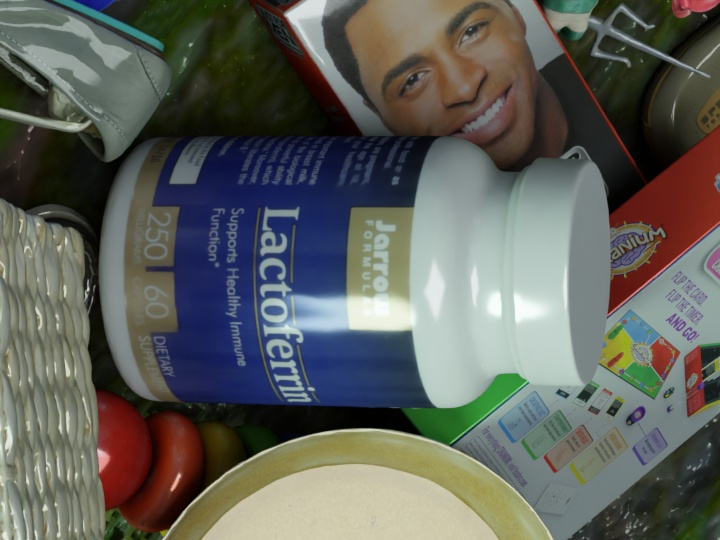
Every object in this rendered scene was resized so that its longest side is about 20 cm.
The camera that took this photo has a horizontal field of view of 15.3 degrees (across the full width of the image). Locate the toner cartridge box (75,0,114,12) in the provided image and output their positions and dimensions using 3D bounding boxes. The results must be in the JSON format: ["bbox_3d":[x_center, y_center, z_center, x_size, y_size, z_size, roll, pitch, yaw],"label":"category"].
[{"bbox_3d":[-0.083,-0.182,1.069,0.200,0.043,0.095,-30,120,35],"label":"toner cartridge box"}]

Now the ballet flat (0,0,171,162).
[{"bbox_3d":[-0.171,-0.107,1.078,0.200,0.067,0.064,29,86,-16],"label":"ballet flat"}]

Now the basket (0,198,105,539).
[{"bbox_3d":[-0.193,0.071,1.034,0.161,0.198,0.200,-6,86,4],"label":"basket"}]

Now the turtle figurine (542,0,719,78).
[{"bbox_3d":[0.118,-0.186,1.179,0.200,0.101,0.150,39,75,-14],"label":"turtle figurine"}]

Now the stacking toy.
[{"bbox_3d":[-0.057,0.101,1.187,0.200,0.085,0.085,18,98,-32],"label":"stacking toy"}]

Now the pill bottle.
[{"bbox_3d":[0.000,0.000,1.130,0.200,0.116,0.116,0,108,16],"label":"pill bottle"}]

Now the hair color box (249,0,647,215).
[{"bbox_3d":[0.047,-0.070,1.204,0.101,0.061,0.200,-37,114,-6],"label":"hair color box"}]

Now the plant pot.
[{"bbox_3d":[-0.004,0.165,1.148,0.200,0.027,0.200,-1,95,-11],"label":"plant pot"}]

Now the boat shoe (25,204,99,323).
[{"bbox_3d":[-0.172,0.064,1.161,0.072,0.060,0.200,35,91,-25],"label":"boat shoe"}]

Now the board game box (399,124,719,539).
[{"bbox_3d":[0.123,0.036,1.226,0.200,0.040,0.153,-39,148,-2],"label":"board game box"}]

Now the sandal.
[{"bbox_3d":[0.213,-0.121,1.255,0.080,0.054,0.200,41,88,-25],"label":"sandal"}]
